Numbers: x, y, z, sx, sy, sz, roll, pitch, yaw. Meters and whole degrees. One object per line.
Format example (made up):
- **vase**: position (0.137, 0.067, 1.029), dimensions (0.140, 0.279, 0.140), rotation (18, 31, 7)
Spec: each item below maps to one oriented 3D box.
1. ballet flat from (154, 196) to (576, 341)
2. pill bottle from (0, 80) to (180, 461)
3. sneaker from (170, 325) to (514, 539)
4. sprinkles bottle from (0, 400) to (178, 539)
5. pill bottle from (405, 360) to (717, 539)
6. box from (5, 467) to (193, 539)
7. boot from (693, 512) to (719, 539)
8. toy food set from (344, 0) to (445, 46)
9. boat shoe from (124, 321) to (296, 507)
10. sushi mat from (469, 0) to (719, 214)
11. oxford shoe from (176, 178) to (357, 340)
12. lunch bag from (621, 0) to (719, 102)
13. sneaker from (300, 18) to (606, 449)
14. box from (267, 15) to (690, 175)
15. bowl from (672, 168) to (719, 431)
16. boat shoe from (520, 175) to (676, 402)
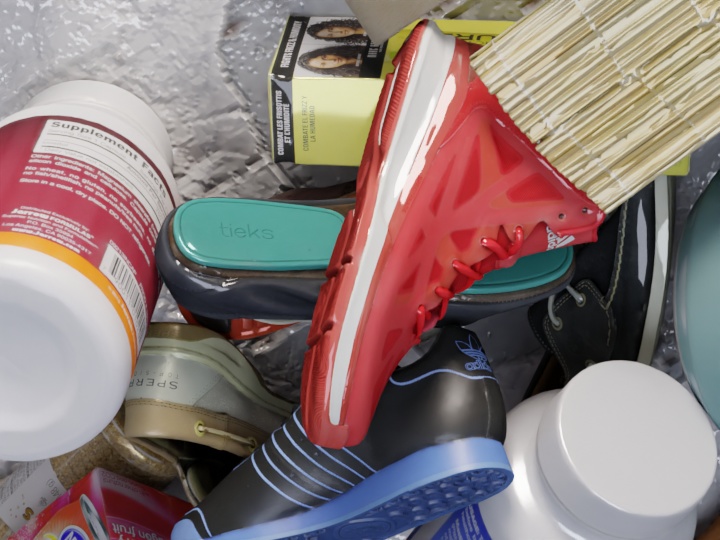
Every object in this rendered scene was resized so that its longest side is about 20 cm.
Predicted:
- **ballet flat**: position (0.000, 0.000, 1.301), dimensions (0.200, 0.073, 0.073), rotation (2, 122, -11)
- **pill bottle**: position (-0.148, -0.008, 1.311), dimensions (0.113, 0.200, 0.113), rotation (3, 121, 6)
- **sneaker**: position (-0.013, 0.090, 1.318), dimensions (0.200, 0.078, 0.070), rotation (-22, 155, 31)
- **sprinkles bottle**: position (-0.171, 0.138, 1.480), dimensions (0.068, 0.068, 0.200), rotation (37, 118, -14)
- **pill bottle**: position (0.096, 0.127, 1.342), dimensions (0.112, 0.112, 0.200), rotation (24, 144, -7)
- **box**: position (-0.089, 0.193, 1.441), dimensions (0.095, 0.100, 0.200), rotation (-38, 136, 26)
- **boot**: position (0.154, 0.175, 1.459), dimensions (0.154, 0.074, 0.200), rotation (4, 119, 10)
- **toy food set**: position (0.030, -0.199, 1.209), dimensions (0.200, 0.060, 0.144), rotation (-30, 95, 50)
- **boat shoe**: position (-0.065, 0.094, 1.398), dimensions (0.074, 0.067, 0.200), rotation (-2, 153, 32)
- **sushi mat**: position (0.151, -0.112, 1.182), dimensions (0.200, 0.012, 0.096), rotation (-36, 109, 21)
- **oxford shoe**: position (0.005, -0.024, 1.361), dimensions (0.200, 0.073, 0.071), rotation (-10, 117, 2)
- **lunch bag**: position (0.208, -0.166, 1.222), dimensions (0.200, 0.118, 0.164), rotation (-1, 117, 1)
- **sneaker**: position (0.049, -0.005, 1.231), dimensions (0.115, 0.078, 0.200), rotation (17, 82, -7)
- **box**: position (0.059, -0.084, 1.313), dimensions (0.200, 0.075, 0.050), rotation (3, 119, 7)
- **bowl**: position (0.219, 0.014, 1.301), dimensions (0.105, 0.201, 0.201), rotation (-2, 123, 33)
- **boat shoe**: position (0.118, 0.022, 1.370), dimensions (0.067, 0.072, 0.200), rotation (11, 125, 1)
